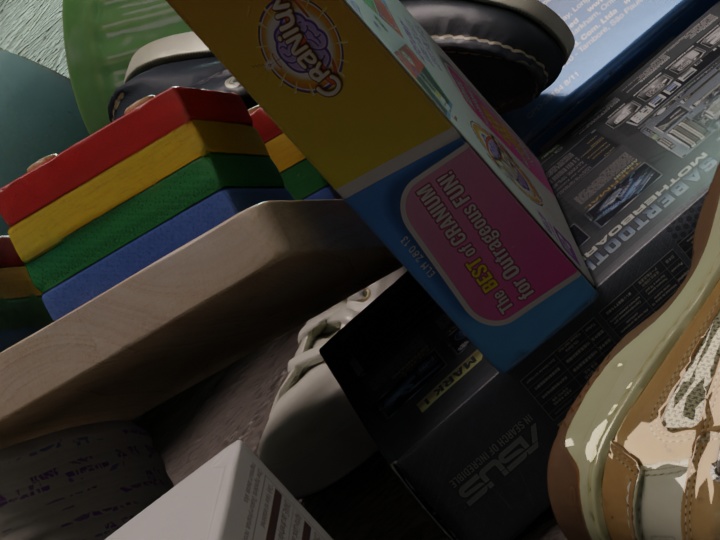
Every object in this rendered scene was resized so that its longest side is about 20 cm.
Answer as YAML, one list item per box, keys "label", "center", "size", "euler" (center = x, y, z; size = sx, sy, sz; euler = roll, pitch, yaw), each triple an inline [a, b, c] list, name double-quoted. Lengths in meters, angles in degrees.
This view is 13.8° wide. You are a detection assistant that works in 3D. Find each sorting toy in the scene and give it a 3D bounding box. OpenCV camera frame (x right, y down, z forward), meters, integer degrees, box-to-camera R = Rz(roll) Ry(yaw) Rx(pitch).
- label: "sorting toy"
  center: [-0.094, 0.010, 0.986]
  size: [0.198, 0.070, 0.200]
  euler: [-30, -6, 14]

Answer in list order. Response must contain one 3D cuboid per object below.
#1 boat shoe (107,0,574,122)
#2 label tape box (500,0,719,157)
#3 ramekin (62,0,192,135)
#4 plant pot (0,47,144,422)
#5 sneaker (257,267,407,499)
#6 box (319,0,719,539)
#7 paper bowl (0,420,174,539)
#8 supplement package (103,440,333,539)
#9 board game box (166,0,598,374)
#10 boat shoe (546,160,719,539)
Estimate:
- label: "boat shoe"
  center: [-0.014, -0.060, 1.086]
  size: [0.199, 0.075, 0.062]
  euler: [-5, 51, 32]
- label: "label tape box"
  center: [0.089, -0.137, 1.158]
  size: [0.144, 0.063, 0.200]
  euler: [-39, 46, 9]
- label: "ramekin"
  center: [-0.019, -0.106, 1.269]
  size: [0.097, 0.200, 0.200]
  euler: [-10, 34, 49]
- label: "plant pot"
  center: [-0.175, 0.019, 1.322]
  size: [0.200, 0.200, 0.161]
  euler: [-16, 41, 58]
- label: "sneaker"
  center: [0.000, 0.000, 1.134]
  size: [0.073, 0.085, 0.200]
  euler: [-23, 26, 45]
- label: "box"
  center: [0.084, -0.003, 0.994]
  size: [0.200, 0.051, 0.158]
  euler: [-42, 14, 0]
- label: "paper bowl"
  center: [-0.140, 0.138, 0.983]
  size: [0.200, 0.105, 0.201]
  euler: [-27, -9, -5]
- label: "supplement package"
  center: [-0.079, 0.172, 0.808]
  size: [0.200, 0.111, 0.156]
  euler: [-38, 16, 17]
- label: "board game box"
  center: [-0.011, -0.073, 0.943]
  size: [0.040, 0.200, 0.153]
  euler: [-40, 15, 8]
- label: "boat shoe"
  center: [0.134, 0.008, 0.843]
  size: [0.076, 0.072, 0.200]
  euler: [2, 52, 48]
